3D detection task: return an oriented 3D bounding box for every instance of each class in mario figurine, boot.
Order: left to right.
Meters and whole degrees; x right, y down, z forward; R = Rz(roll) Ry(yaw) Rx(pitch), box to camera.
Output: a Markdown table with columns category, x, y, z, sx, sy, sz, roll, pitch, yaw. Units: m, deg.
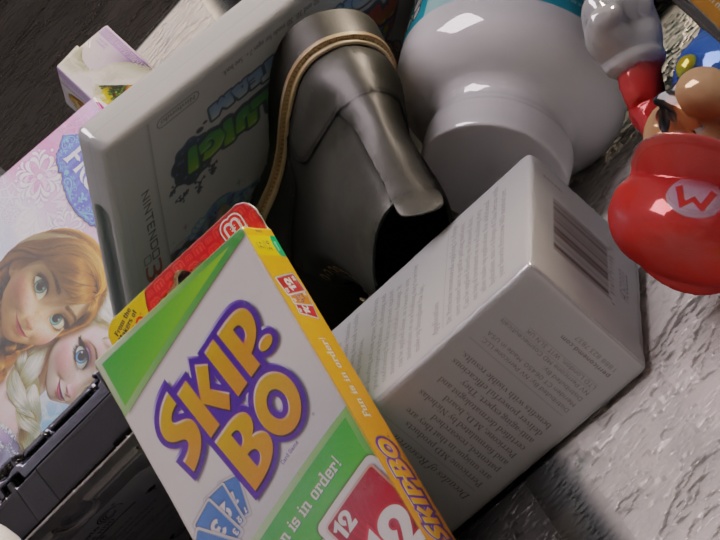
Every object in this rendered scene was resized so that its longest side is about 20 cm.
| category | x | y | z | sx | sy | sz | roll | pitch | yaw |
| --- | --- | --- | --- | --- | --- | --- | --- | --- | --- |
| boot | 0.000 | 0.000 | 1.387 | 0.077 | 0.201 | 0.139 | -15 | 44 | -10 |
| mario figurine | 0.152 | -0.078 | 1.194 | 0.123 | 0.106 | 0.200 | -32 | 22 | 40 |

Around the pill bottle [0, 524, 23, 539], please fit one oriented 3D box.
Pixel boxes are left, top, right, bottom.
| category | x | y | z | sx | sy | sz | roll | pitch | yaw |
| --- | --- | --- | --- | --- | --- | --- | --- | --- | --- |
| pill bottle | -0.159 | 0.176 | 1.263 | 0.120 | 0.200 | 0.120 | -44 | 18 | 18 |

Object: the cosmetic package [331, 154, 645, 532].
| category | x | y | z | sx | sy | sz | roll | pitch | yaw |
| --- | --- | --- | --- | --- | --- | --- | --- | --- | --- |
| cosmetic package | 0.026 | 0.056 | 1.275 | 0.200 | 0.071 | 0.102 | -42 | 19 | 23 |

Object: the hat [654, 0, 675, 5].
| category | x | y | z | sx | sy | sz | roll | pitch | yaw |
| --- | --- | --- | --- | --- | --- | --- | --- | --- | --- |
| hat | 0.122 | -0.166 | 1.349 | 0.081 | 0.200 | 0.201 | -64 | 14 | 11 |

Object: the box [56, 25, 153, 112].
| category | x | y | z | sx | sy | sz | roll | pitch | yaw |
| --- | --- | --- | --- | --- | --- | --- | --- | --- | --- |
| box | -0.083 | -0.052 | 1.598 | 0.039 | 0.200 | 0.041 | -41 | -23 | -15 |

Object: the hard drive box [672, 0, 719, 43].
| category | x | y | z | sx | sy | sz | roll | pitch | yaw |
| --- | --- | --- | --- | --- | --- | --- | --- | --- | --- |
| hard drive box | 0.217 | -0.131 | 1.052 | 0.200 | 0.156 | 0.077 | -48 | 17 | 6 |

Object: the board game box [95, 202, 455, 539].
| category | x | y | z | sx | sy | sz | roll | pitch | yaw |
| --- | --- | --- | --- | --- | --- | --- | --- | --- | --- |
| board game box | -0.035 | 0.076 | 1.229 | 0.095 | 0.200 | 0.030 | -41 | -26 | 24 |

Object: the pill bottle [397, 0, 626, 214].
| category | x | y | z | sx | sy | sz | roll | pitch | yaw |
| --- | --- | --- | --- | --- | --- | --- | --- | --- | --- |
| pill bottle | 0.079 | -0.119 | 1.431 | 0.111 | 0.111 | 0.201 | -34 | 32 | 42 |

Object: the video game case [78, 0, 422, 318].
| category | x | y | z | sx | sy | sz | roll | pitch | yaw |
| --- | --- | --- | --- | --- | --- | --- | --- | --- | --- |
| video game case | -0.046 | -0.059 | 1.437 | 0.200 | 0.024 | 0.182 | -40 | -31 | -25 |

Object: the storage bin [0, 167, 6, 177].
| category | x | y | z | sx | sy | sz | roll | pitch | yaw |
| --- | --- | --- | --- | --- | --- | --- | --- | --- | --- |
| storage bin | -0.248 | 0.020 | 1.683 | 0.200 | 0.145 | 0.134 | -50 | 1 | 8 |

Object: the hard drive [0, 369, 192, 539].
| category | x | y | z | sx | sy | sz | roll | pitch | yaw |
| --- | --- | --- | --- | --- | --- | --- | --- | --- | --- |
| hard drive | -0.101 | 0.097 | 1.392 | 0.140 | 0.038 | 0.200 | -45 | -19 | 16 |

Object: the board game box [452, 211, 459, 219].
| category | x | y | z | sx | sy | sz | roll | pitch | yaw |
| --- | --- | --- | --- | --- | --- | --- | --- | --- | --- |
| board game box | 0.074 | -0.073 | 1.525 | 0.105 | 0.023 | 0.200 | -25 | 29 | 58 |

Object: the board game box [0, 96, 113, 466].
| category | x | y | z | sx | sy | sz | roll | pitch | yaw |
| --- | --- | --- | --- | --- | --- | --- | --- | --- | --- |
| board game box | -0.154 | 0.048 | 1.547 | 0.199 | 0.200 | 0.041 | -40 | -26 | 8 |
